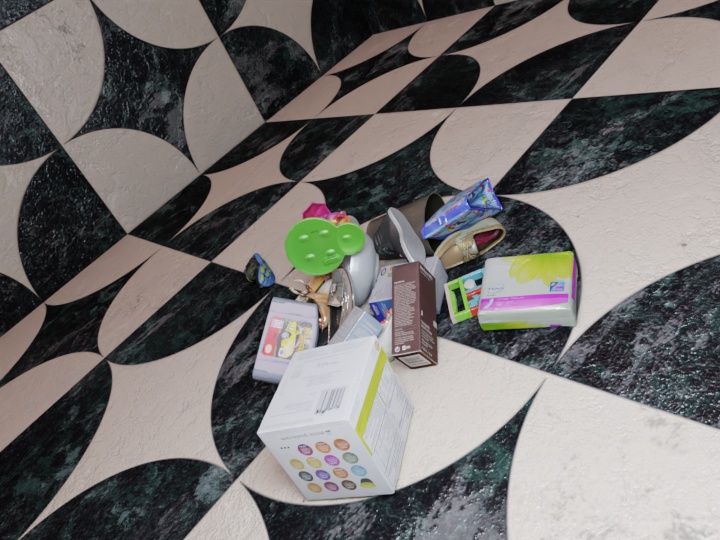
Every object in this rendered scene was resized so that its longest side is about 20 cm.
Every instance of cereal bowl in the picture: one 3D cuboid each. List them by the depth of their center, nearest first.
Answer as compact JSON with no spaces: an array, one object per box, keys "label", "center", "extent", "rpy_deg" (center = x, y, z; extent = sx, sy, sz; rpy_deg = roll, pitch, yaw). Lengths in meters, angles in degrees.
[{"label":"cereal bowl","center":[0.000,0.000,1.558],"extent":[0.081,0.205,0.202],"rpy_deg":[8,33,-5]}]

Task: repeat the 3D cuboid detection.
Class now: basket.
[{"label":"basket","center":[0.123,-0.102,1.629],"extent":[0.196,0.136,0.184],"rpy_deg":[-14,46,34]}]

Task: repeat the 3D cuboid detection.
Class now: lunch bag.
[{"label":"lunch bag","center":[0.240,-0.144,1.499],"extent":[0.149,0.096,0.198],"rpy_deg":[-31,-6,37]}]

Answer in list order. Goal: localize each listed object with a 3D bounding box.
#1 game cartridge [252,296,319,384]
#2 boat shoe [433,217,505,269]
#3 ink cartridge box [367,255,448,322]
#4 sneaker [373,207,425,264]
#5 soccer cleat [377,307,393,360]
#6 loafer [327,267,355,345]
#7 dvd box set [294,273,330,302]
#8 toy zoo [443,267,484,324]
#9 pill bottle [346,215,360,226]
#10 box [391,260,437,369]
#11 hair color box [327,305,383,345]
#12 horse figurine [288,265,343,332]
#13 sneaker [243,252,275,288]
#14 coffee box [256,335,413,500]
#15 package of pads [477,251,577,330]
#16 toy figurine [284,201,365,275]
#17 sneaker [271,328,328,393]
[{"label":"game cartridge","center":[-0.166,0.166,1.415],"extent":[0.129,0.041,0.206],"rpy_deg":[9,65,4]},{"label":"boat shoe","center":[0.270,-0.063,1.494],"extent":[0.197,0.075,0.066],"rpy_deg":[-34,25,-5]},{"label":"ink cartridge box","center":[0.104,0.049,1.474],"extent":[0.195,0.078,0.138],"rpy_deg":[-10,35,29]},{"label":"sneaker","center":[0.095,-0.056,1.513],"extent":[0.100,0.069,0.203],"rpy_deg":[-54,42,30]},{"label":"soccer cleat","center":[0.055,0.179,1.344],"extent":[0.203,0.076,0.069],"rpy_deg":[-59,2,-18]},{"label":"loafer","center":[-0.051,0.096,1.436],"extent":[0.061,0.207,0.071],"rpy_deg":[0,-7,-35]},{"label":"dvd box set","center":[-0.115,0.051,1.624],"extent":[0.029,0.148,0.201],"rpy_deg":[33,57,8]},{"label":"toy zoo","center":[0.290,0.040,1.377],"extent":[0.195,0.021,0.133],"rpy_deg":[-23,32,14]},{"label":"pill bottle","center":[-0.099,-0.089,1.823],"extent":[0.195,0.114,0.114],"rpy_deg":[-13,34,29]},{"label":"box","center":[0.116,0.096,1.298],"extent":[0.073,0.100,0.206],"rpy_deg":[-14,61,26]},{"label":"hair color box","center":[-0.038,0.182,1.342],"extent":[0.202,0.060,0.099],"rpy_deg":[-54,13,-6]},{"label":"horse figurine","center":[-0.094,0.036,1.522],"extent":[0.202,0.131,0.050],"rpy_deg":[-57,6,-35]},{"label":"sneaker","center":[-0.327,0.014,1.933],"extent":[0.083,0.071,0.200],"rpy_deg":[-45,29,2]},{"label":"coffee box","center":[-0.037,0.280,1.138],"extent":[0.195,0.201,0.202],"rpy_deg":[-14,31,27]},{"label":"package of pads","center":[0.346,0.040,1.252],"extent":[0.195,0.069,0.157],"rpy_deg":[-6,47,29]},{"label":"toy figurine","center":[-0.084,-0.108,1.496],"extent":[0.194,0.153,0.186],"rpy_deg":[-14,31,8]},{"label":"sneaker","center":[-0.135,0.218,1.463],"extent":[0.196,0.061,0.104],"rpy_deg":[-31,29,-8]}]
